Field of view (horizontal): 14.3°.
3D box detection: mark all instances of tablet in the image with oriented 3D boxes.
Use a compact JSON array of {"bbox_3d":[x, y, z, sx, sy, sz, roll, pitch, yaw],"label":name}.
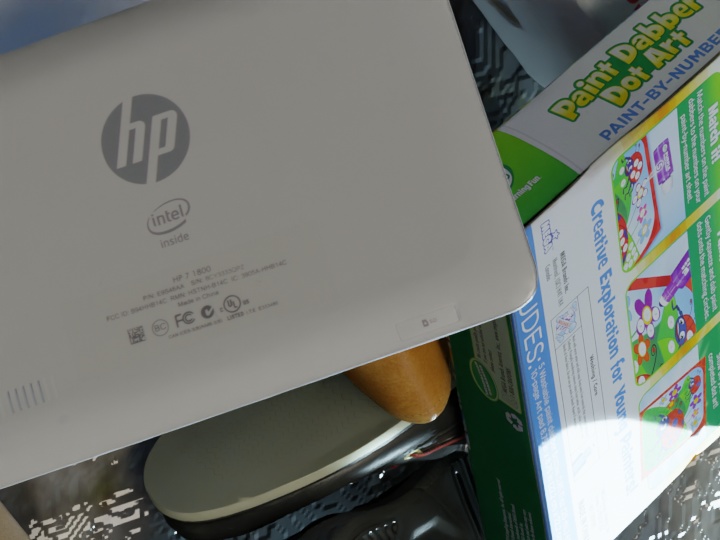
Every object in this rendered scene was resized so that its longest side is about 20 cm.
[{"bbox_3d":[-0.058,-0.019,0.868,0.200,0.130,0.014,-19,167,7],"label":"tablet"}]

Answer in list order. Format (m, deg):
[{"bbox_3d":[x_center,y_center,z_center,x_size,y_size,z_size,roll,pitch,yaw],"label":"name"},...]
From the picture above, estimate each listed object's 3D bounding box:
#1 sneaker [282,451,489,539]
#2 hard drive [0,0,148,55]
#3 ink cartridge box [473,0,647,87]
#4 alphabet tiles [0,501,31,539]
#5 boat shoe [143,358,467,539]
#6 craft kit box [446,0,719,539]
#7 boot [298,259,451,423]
[{"bbox_3d":[-0.006,0.125,1.108,0.199,0.114,0.076,-17,86,-63],"label":"sneaker"},{"bbox_3d":[-0.147,-0.091,0.938,0.200,0.026,0.132,20,95,-41],"label":"hard drive"},{"bbox_3d":[0.121,-0.174,1.074,0.200,0.083,0.147,-50,129,-10],"label":"ink cartridge box"},{"bbox_3d":[-0.196,0.154,1.011,0.200,0.008,0.167,-45,129,-15],"label":"alphabet tiles"},{"bbox_3d":[0.011,0.049,1.083,0.201,0.074,0.063,-32,135,-22],"label":"boat shoe"},{"bbox_3d":[0.114,-0.010,1.060,0.198,0.049,0.200,-38,143,-23],"label":"craft kit box"},{"bbox_3d":[-0.001,0.000,0.978,0.071,0.201,0.144,-26,120,2],"label":"boot"}]
